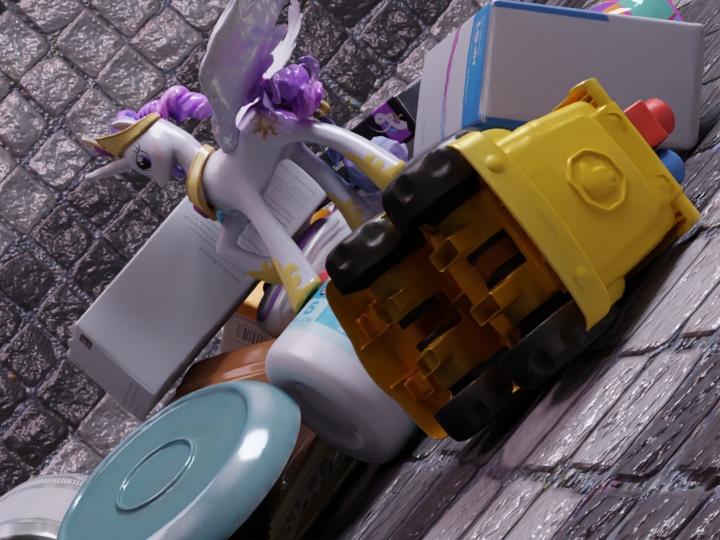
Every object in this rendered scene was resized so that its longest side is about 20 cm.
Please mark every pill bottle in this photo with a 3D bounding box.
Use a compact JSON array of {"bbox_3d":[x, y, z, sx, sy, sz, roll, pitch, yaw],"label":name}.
[{"bbox_3d":[0.035,0.023,1.615,0.200,0.111,0.111,-50,5,-21],"label":"pill bottle"}]

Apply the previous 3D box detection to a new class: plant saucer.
[{"bbox_3d":[-0.043,0.067,1.759,0.199,0.038,0.200,-13,-4,-1],"label":"plant saucer"},{"bbox_3d":[-0.125,0.138,1.557,0.200,0.027,0.200,-33,23,16],"label":"plant saucer"}]

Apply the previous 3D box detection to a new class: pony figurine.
[{"bbox_3d":[-0.068,-0.093,1.649,0.193,0.200,0.167,-54,-12,-3],"label":"pony figurine"}]

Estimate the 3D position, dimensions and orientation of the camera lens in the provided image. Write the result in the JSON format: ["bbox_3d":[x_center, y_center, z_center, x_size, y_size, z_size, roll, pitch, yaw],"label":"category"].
[{"bbox_3d":[-0.258,0.263,2.013,0.160,0.160,0.200,-47,5,11],"label":"camera lens"}]

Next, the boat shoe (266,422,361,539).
[{"bbox_3d":[-0.054,0.166,1.651,0.073,0.063,0.200,1,46,48],"label":"boat shoe"}]

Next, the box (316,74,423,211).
[{"bbox_3d":[0.028,-0.111,1.825,0.143,0.036,0.200,-39,3,-37],"label":"box"}]

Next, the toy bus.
[{"bbox_3d":[0.098,-0.019,1.372,0.192,0.136,0.200,-35,-6,-35],"label":"toy bus"}]

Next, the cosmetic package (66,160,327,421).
[{"bbox_3d":[-0.119,0.003,1.751,0.200,0.081,0.113,-51,-1,-14],"label":"cosmetic package"}]

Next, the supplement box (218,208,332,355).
[{"bbox_3d":[-0.061,0.058,1.950,0.200,0.073,0.126,103,-168,-49],"label":"supplement box"}]

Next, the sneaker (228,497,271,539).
[{"bbox_3d":[-0.115,0.206,1.540,0.090,0.070,0.200,-32,25,27],"label":"sneaker"}]

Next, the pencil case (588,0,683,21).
[{"bbox_3d":[0.149,-0.125,1.759,0.200,0.089,0.088,-38,2,-15],"label":"pencil case"}]

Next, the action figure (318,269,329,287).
[{"bbox_3d":[0.031,0.006,1.726,0.065,0.052,0.199,-15,-3,42],"label":"action figure"}]

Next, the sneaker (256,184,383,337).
[{"bbox_3d":[0.000,0.000,1.777,0.200,0.100,0.075,-43,-2,-46],"label":"sneaker"}]

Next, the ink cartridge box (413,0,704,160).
[{"bbox_3d":[0.127,-0.114,1.604,0.200,0.144,0.085,152,123,-77],"label":"ink cartridge box"}]
